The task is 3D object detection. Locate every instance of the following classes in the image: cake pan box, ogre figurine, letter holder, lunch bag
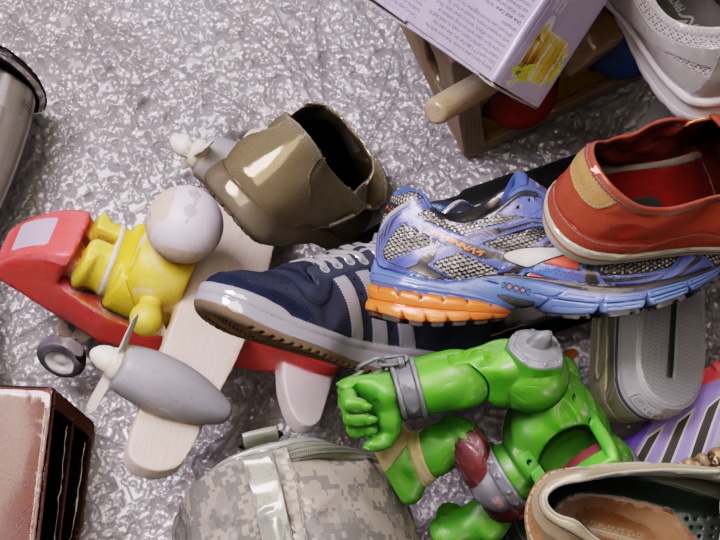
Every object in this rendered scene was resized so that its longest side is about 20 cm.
[{"bbox_3d":[0.066,-0.211,1.096,0.200,0.052,0.185,38,99,37],"label":"cake pan box"},{"bbox_3d":[0.081,0.101,1.139,0.119,0.098,0.201,-27,113,12],"label":"ogre figurine"},{"bbox_3d":[-0.270,0.142,1.219,0.199,0.101,0.143,3,75,7],"label":"letter holder"},{"bbox_3d":[-0.027,0.198,1.138,0.139,0.168,0.201,-14,72,2],"label":"lunch bag"}]

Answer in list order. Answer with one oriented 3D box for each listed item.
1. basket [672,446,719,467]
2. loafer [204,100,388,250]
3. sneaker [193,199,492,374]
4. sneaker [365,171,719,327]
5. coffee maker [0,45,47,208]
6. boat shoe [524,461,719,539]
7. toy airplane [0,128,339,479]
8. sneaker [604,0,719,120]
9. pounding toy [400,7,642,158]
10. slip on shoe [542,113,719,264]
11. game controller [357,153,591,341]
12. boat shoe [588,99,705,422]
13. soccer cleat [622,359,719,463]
[{"bbox_3d":[0.198,0.184,1.101,0.142,0.200,0.150,-20,72,-1],"label":"basket"},{"bbox_3d":[-0.021,-0.055,1.203,0.067,0.200,0.076,-40,85,18],"label":"loafer"},{"bbox_3d":[0.000,0.000,1.160,0.070,0.199,0.109,11,85,52],"label":"sneaker"},{"bbox_3d":[0.101,-0.013,1.103,0.199,0.075,0.079,-3,93,-5],"label":"sneaker"},{"bbox_3d":[-0.301,-0.038,1.276,0.191,0.135,0.201,2,70,31],"label":"coffee maker"},{"bbox_3d":[0.175,0.132,0.979,0.199,0.068,0.075,6,72,9],"label":"boat shoe"},{"bbox_3d":[-0.091,0.010,1.216,0.198,0.142,0.200,-22,55,-22],"label":"toy airplane"},{"bbox_3d":[0.149,-0.177,1.103,0.075,0.082,0.200,-32,73,-19],"label":"sneaker"},{"bbox_3d":[0.101,-0.149,1.215,0.183,0.200,0.143,-25,72,-2],"label":"pounding toy"},{"bbox_3d":[0.190,-0.050,1.077,0.199,0.061,0.074,-10,59,-20],"label":"slip on shoe"},{"bbox_3d":[0.094,-0.008,1.263,0.199,0.042,0.105,-19,58,0],"label":"game controller"},{"bbox_3d":[0.163,-0.008,1.195,0.072,0.062,0.201,26,63,-28],"label":"boat shoe"},{"bbox_3d":[0.213,0.072,1.174,0.199,0.068,0.073,-24,101,24],"label":"soccer cleat"}]
